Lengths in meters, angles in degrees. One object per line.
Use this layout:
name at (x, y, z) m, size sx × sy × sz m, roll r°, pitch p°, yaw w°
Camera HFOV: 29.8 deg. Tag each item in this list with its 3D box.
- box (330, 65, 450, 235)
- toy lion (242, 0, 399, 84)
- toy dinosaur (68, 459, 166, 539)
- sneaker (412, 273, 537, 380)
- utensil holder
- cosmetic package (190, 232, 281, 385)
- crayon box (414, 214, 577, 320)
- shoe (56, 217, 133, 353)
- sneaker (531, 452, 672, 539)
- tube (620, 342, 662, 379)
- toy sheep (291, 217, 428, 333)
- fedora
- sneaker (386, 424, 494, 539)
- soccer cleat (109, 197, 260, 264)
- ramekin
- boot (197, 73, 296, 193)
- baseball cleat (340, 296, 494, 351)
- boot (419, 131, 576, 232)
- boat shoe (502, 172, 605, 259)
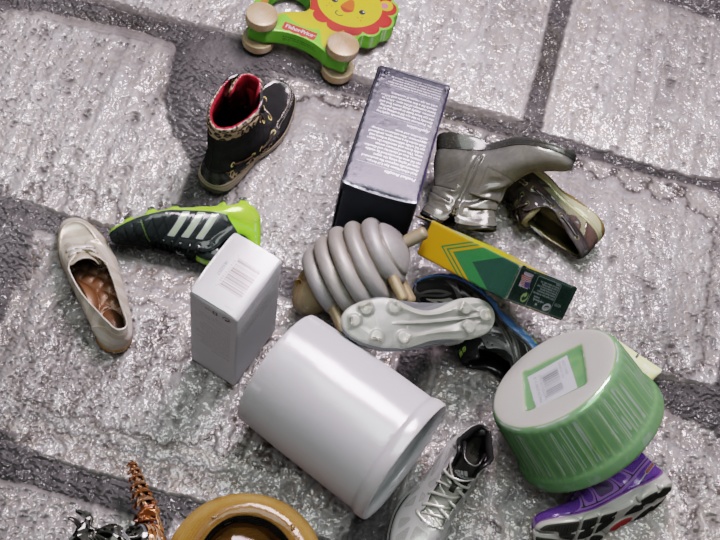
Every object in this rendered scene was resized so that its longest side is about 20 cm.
box at (0.039, -0.147, 1.817) m, size 0.104 × 0.148 × 0.200 m, roll 16°, pitch 63°, yaw 0°
toy lion at (-0.051, -0.376, 1.975) m, size 0.200 × 0.069 × 0.192 m, roll 20°, pitch 55°, yaw 3°
toy dinosaur at (-0.274, 0.329, 1.577) m, size 0.135 × 0.102 × 0.200 m, roll 8°, pitch 43°, yaw -21°
sneaker at (0.146, 0.078, 1.758) m, size 0.200 × 0.071 × 0.083 m, roll 41°, pitch 59°, yaw 10°
utensil holder at (-0.025, 0.175, 1.633) m, size 0.200 × 0.170 × 0.170 m, roll 34°, pitch 64°, yaw 13°
cosmetic package at (-0.155, 0.050, 1.658) m, size 0.074 × 0.200 × 0.102 m, roll 31°, pitch 63°, yaw 8°
crayon box at (0.164, -0.005, 1.745) m, size 0.200 × 0.127 × 0.051 m, roll 30°, pitch 98°, yaw 45°
shoe at (-0.338, 0.010, 1.736) m, size 0.070 × 0.053 × 0.200 m, roll -20°, pitch 67°, yaw -17°
sneaker at (0.290, 0.285, 1.682) m, size 0.200 × 0.081 × 0.083 m, roll -18°, pitch 53°, yaw -26°
tube at (0.313, 0.177, 1.747) m, size 0.200 × 0.052 × 0.058 m, roll -50°, pitch 118°, yaw -29°
toy sheep at (0.000, 0.000, 1.743) m, size 0.200 × 0.138 × 0.138 m, roll -27°, pitch 67°, yaw 7°
fedora at (-0.137, 0.362, 1.568) m, size 0.200 × 0.082 × 0.201 m, roll 4°, pitch 57°, yaw -6°
sneaker at (0.097, 0.265, 1.630) m, size 0.076 × 0.115 × 0.201 m, roll 30°, pitch 63°, yaw 8°
soccer cleat at (-0.228, -0.045, 1.777) m, size 0.199 × 0.068 × 0.081 m, roll -8°, pitch 77°, yaw -12°
ramekin at (0.258, 0.164, 1.648) m, size 0.200 × 0.200 × 0.098 m, roll -48°, pitch 116°, yaw -25°
boot at (-0.148, -0.212, 1.821) m, size 0.073 × 0.151 × 0.200 m, roll 35°, pitch 64°, yaw 10°
baseball cleat at (0.065, 0.074, 1.681) m, size 0.199 × 0.106 × 0.070 m, roll 1°, pitch 73°, yaw -15°
boot at (0.185, -0.110, 1.813) m, size 0.199 × 0.068 × 0.131 m, roll 6°, pitch 80°, yaw 16°
boat shoe at (0.240, -0.090, 1.854) m, size 0.200 × 0.073 × 0.065 m, roll 32°, pitch 53°, yaw 9°
